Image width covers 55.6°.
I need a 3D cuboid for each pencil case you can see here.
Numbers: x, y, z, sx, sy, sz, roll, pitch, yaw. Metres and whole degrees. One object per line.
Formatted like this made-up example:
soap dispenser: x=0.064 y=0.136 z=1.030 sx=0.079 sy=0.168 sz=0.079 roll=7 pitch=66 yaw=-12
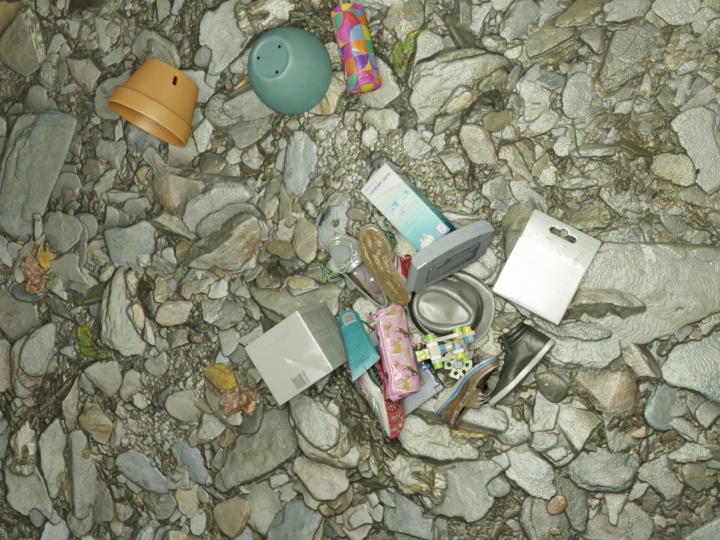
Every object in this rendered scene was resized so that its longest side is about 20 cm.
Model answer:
pencil case: x=-0.012 y=-0.500 z=1.543 sx=0.088 sy=0.088 sz=0.202 roll=-13 pitch=87 yaw=15
pencil case: x=0.075 y=0.179 z=1.484 sx=0.086 sy=0.083 sz=0.202 roll=-10 pitch=80 yaw=-16

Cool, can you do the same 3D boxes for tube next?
tube: x=-0.008 y=0.159 z=1.516 sx=0.050 sy=0.200 sz=0.077 roll=37 pitch=105 yaw=-27

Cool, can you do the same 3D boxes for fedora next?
fedora: x=0.194 y=0.084 z=1.507 sx=0.199 sy=0.090 sz=0.178 roll=23 pitch=99 yaw=13

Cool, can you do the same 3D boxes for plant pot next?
plant pot: x=-0.179 y=-0.467 z=1.562 sx=0.198 sy=0.135 sz=0.202 roll=1 pitch=93 yaw=16
plant pot: x=-0.476 y=-0.406 z=1.628 sx=0.199 sy=0.200 sz=0.141 roll=25 pitch=82 yaw=13

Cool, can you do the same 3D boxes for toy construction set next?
toy construction set: x=0.183 y=0.176 z=1.466 sx=0.130 sy=0.200 sz=0.093 roll=-17 pitch=65 yaw=4

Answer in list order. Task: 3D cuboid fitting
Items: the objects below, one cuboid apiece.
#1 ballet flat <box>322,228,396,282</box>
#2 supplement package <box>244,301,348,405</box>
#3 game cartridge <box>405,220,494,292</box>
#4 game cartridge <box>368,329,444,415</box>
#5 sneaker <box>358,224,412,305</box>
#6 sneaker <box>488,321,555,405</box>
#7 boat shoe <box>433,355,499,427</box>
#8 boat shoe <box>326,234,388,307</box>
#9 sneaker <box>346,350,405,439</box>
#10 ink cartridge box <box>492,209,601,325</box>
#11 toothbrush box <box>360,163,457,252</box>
ballet flat: x=-0.015 y=-0.040 z=1.569 sx=0.199 sy=0.074 sz=0.075 roll=-31 pitch=84 yaw=13
supplement package: x=-0.128 y=0.182 z=1.543 sx=0.151 sy=0.200 sz=0.151 roll=-34 pitch=84 yaw=14
game cartridge: x=0.187 y=-0.032 z=1.441 sx=0.199 sy=0.133 sz=0.041 roll=-26 pitch=69 yaw=-18
game cartridge: x=0.082 y=0.224 z=1.566 sx=0.133 sy=0.041 sz=0.201 roll=-37 pitch=83 yaw=10
sneaker: x=0.060 y=-0.031 z=1.511 sx=0.071 sy=0.113 sz=0.201 roll=-19 pitch=114 yaw=21
sneaker: x=0.325 y=0.198 z=1.494 sx=0.099 sy=0.071 sz=0.200 roll=43 pitch=106 yaw=21
boat shoe: x=0.246 y=0.267 z=1.496 sx=0.073 sy=0.072 sz=0.200 roll=52 pitch=125 yaw=22
boat shoe: x=-0.001 y=0.001 z=1.522 sx=0.074 sy=0.065 sz=0.202 roll=-31 pitch=120 yaw=15
sneaker: x=0.037 y=0.277 z=1.522 sx=0.074 sy=0.080 sz=0.201 roll=-27 pitch=77 yaw=30
ink cartridge box: x=0.399 y=-0.006 z=1.477 sx=0.161 sy=0.050 sz=0.201 roll=28 pitch=91 yaw=13
toothbrush box: x=0.110 y=-0.130 z=1.492 sx=0.200 sy=0.146 sz=0.085 roll=46 pitch=103 yaw=10
